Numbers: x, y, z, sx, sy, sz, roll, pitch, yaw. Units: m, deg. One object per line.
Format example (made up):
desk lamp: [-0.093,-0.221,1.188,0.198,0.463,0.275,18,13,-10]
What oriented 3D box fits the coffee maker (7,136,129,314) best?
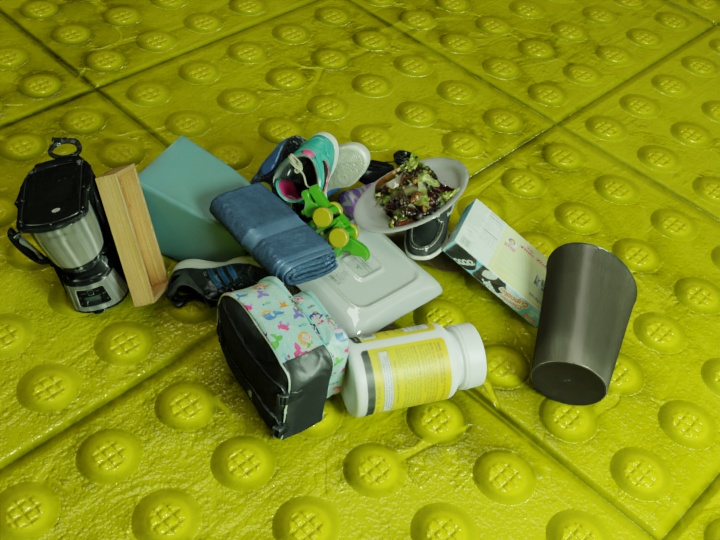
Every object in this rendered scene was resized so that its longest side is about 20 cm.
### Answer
coffee maker: [-0.420,-0.065,1.395,0.134,0.200,0.192,6,52,15]

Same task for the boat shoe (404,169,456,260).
boat shoe: [0.119,-0.097,1.498,0.074,0.060,0.200,11,45,18]

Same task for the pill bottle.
pill bottle: [0.073,0.139,1.325,0.199,0.114,0.114,-9,47,-15]

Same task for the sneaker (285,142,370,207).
sneaker: [-0.043,-0.178,1.587,0.077,0.200,0.111,43,42,-9]

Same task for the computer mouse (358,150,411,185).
computer mouse: [0.047,-0.188,1.683,0.058,0.034,0.200,17,25,25]

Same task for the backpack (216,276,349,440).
backpack: [-0.115,0.109,1.286,0.150,0.178,0.200,-28,56,-32]

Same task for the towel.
towel: [-0.134,-0.053,1.383,0.111,0.049,0.200,-20,51,-39]

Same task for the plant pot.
plant pot: [-0.253,-0.092,1.505,0.200,0.141,0.141,28,48,8]

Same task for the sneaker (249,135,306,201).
sneaker: [-0.162,-0.156,1.640,0.066,0.078,0.200,41,62,-16]

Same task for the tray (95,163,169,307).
tray: [-0.345,-0.055,1.392,0.037,0.201,0.099,-11,15,5]

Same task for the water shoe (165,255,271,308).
water shoe: [-0.208,0.028,1.418,0.199,0.072,0.079,-2,52,25]

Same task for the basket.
basket: [0.332,0.090,1.385,0.136,0.180,0.200,-7,44,35]

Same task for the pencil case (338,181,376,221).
pencil case: [0.057,-0.118,1.599,0.199,0.084,0.085,-16,13,-20]

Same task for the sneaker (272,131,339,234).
sneaker: [-0.093,-0.117,1.483,0.083,0.201,0.121,18,26,17]

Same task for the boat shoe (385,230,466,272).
boat shoe: [0.116,-0.045,1.547,0.199,0.072,0.065,5,28,5]

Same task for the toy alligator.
toy alligator: [-0.063,-0.085,1.404,0.200,0.054,0.059,51,23,1]

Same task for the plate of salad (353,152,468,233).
plate of salad: [0.077,-0.131,1.474,0.200,0.048,0.200,-18,33,12]

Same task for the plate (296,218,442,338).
plate: [0.000,0.000,1.426,0.200,0.032,0.200,-28,60,-35]

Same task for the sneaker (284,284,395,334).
sneaker: [-0.038,0.069,1.428,0.200,0.071,0.076,32,33,17]

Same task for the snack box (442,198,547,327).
snack box: [0.236,-0.013,1.490,0.200,0.037,0.116,39,47,-8]
